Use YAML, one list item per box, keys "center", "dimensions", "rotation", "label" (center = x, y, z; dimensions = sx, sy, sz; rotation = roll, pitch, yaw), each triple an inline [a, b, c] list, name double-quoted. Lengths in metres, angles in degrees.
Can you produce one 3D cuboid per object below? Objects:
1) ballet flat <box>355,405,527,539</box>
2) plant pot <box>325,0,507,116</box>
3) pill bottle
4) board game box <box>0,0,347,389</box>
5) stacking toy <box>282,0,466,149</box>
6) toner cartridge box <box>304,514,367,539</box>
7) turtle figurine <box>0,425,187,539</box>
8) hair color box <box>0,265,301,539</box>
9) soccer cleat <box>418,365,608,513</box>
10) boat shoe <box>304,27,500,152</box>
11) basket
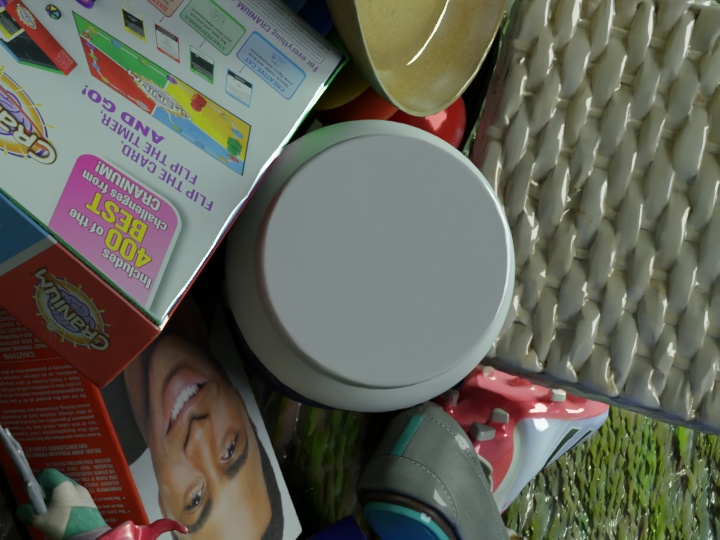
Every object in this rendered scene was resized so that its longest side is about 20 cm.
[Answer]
- center: [0.053, 0.132, 1.230]
  dimensions: [0.064, 0.067, 0.200]
  rotation: [-66, 149, -30]
  label: "ballet flat"
- center: [0.025, -0.164, 1.094]
  dimensions: [0.200, 0.027, 0.200]
  rotation: [8, 90, -68]
  label: "plant pot"
- center: [0.000, 0.000, 1.078]
  dimensions: [0.200, 0.116, 0.116]
  rotation: [162, -76, -84]
  label: "pill bottle"
- center: [-0.103, -0.070, 0.977]
  dimensions: [0.153, 0.040, 0.200]
  rotation: [41, 37, -7]
  label: "board game box"
- center: [-0.019, -0.105, 1.151]
  dimensions: [0.200, 0.085, 0.085]
  rotation: [38, 53, -42]
  label: "stacking toy"
- center: [0.028, 0.198, 1.139]
  dimensions: [0.095, 0.043, 0.200]
  rotation: [64, -5, -34]
  label: "toner cartridge box"
- center: [-0.112, 0.157, 0.962]
  dimensions: [0.150, 0.101, 0.200]
  rotation: [-51, 142, -33]
  label: "turtle figurine"
- center: [-0.095, 0.046, 1.042]
  dimensions: [0.102, 0.061, 0.200]
  rotation: [-52, 131, -52]
  label: "hair color box"
- center: [0.067, 0.089, 1.340]
  dimensions: [0.200, 0.067, 0.077]
  rotation: [-18, 131, -65]
  label: "soccer cleat"
- center: [0.016, -0.052, 1.256]
  dimensions: [0.072, 0.059, 0.200]
  rotation: [60, 38, -38]
  label: "boat shoe"
- center: [0.142, -0.027, 1.253]
  dimensions: [0.161, 0.198, 0.200]
  rotation: [-8, 114, -83]
  label: "basket"
